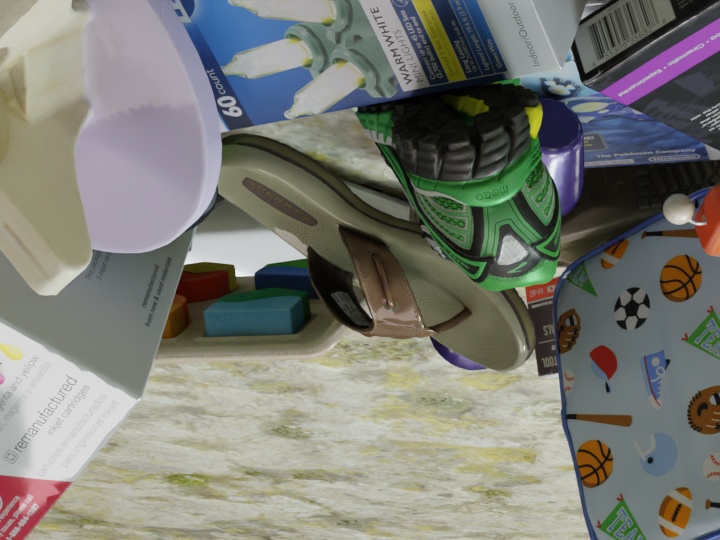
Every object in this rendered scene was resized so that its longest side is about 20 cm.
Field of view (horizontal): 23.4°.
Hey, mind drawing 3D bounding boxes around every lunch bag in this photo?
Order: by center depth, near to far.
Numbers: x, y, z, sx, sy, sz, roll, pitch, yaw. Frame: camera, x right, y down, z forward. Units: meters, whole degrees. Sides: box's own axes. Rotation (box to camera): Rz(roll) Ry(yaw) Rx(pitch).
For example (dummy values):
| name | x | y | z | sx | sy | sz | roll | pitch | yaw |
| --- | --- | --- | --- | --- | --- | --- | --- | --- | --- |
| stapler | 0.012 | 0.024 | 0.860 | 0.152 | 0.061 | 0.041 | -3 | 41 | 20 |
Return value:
| name | x | y | z | sx | sy | sz | roll | pitch | yaw |
| --- | --- | --- | --- | --- | --- | --- | --- | --- | --- |
| lunch bag | 0.187 | 0.064 | 0.928 | 0.160 | 0.201 | 0.075 | -30 | 148 | 36 |

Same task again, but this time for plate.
| name | x | y | z | sx | sy | sz | roll | pitch | yaw |
| --- | --- | --- | --- | --- | --- | --- | --- | --- | --- |
| plate | -0.033 | -0.019 | 1.156 | 0.200 | 0.032 | 0.199 | 17 | 157 | -33 |

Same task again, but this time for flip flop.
| name | x | y | z | sx | sy | sz | roll | pitch | yaw |
| --- | --- | --- | --- | --- | --- | --- | --- | --- | --- |
| flip flop | 0.000 | 0.000 | 0.917 | 0.200 | 0.058 | 0.081 | 33 | 150 | -8 |

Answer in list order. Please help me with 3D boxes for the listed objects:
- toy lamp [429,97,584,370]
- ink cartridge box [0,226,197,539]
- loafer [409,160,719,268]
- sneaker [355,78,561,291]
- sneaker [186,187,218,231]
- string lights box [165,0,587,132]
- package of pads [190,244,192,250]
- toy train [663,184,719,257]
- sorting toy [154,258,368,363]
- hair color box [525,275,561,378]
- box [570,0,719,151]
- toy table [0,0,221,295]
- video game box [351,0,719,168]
| name | x | y | z | sx | sy | sz | roll | pitch | yaw |
| --- | --- | --- | --- | --- | --- | --- | --- | --- | --- |
| toy lamp | 0.078 | -0.019 | 0.931 | 0.058 | 0.058 | 0.200 | 7 | 148 | -7 |
| ink cartridge box | -0.208 | 0.008 | 0.846 | 0.200 | 0.145 | 0.145 | 31 | 126 | -15 |
| loafer | 0.125 | -0.035 | 1.016 | 0.199 | 0.076 | 0.068 | -6 | 152 | 25 |
| sneaker | 0.045 | -0.041 | 0.779 | 0.078 | 0.085 | 0.200 | -15 | -165 | 3 |
| sneaker | -0.136 | -0.098 | 0.807 | 0.200 | 0.074 | 0.087 | 41 | 141 | -11 |
| string lights box | -0.014 | -0.127 | 0.761 | 0.199 | 0.059 | 0.103 | -8 | 129 | 29 |
| package of pads | -0.160 | -0.079 | 0.961 | 0.154 | 0.068 | 0.200 | 7 | 157 | -7 |
| toy train | 0.235 | -0.052 | 0.804 | 0.150 | 0.056 | 0.200 | -9 | 155 | -14 |
| sorting toy | -0.083 | 0.021 | 1.067 | 0.199 | 0.037 | 0.185 | -7 | -169 | 15 |
| hair color box | 0.213 | 0.026 | 1.111 | 0.200 | 0.064 | 0.111 | -2 | 170 | -44 |
| box | 0.207 | -0.104 | 0.788 | 0.143 | 0.036 | 0.200 | -31 | 149 | 32 |
| toy table | -0.155 | -0.081 | 0.722 | 0.200 | 0.117 | 0.184 | 40 | 116 | 1 |
| video game box | 0.090 | -0.104 | 0.878 | 0.199 | 0.047 | 0.182 | -3 | 156 | 19 |
